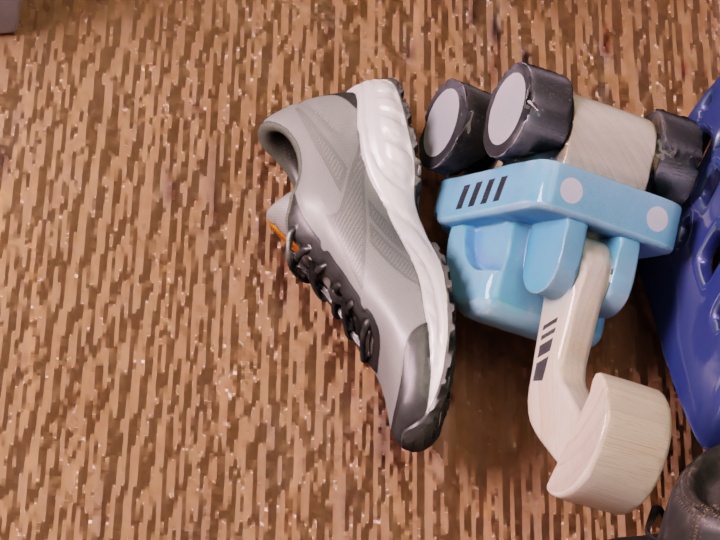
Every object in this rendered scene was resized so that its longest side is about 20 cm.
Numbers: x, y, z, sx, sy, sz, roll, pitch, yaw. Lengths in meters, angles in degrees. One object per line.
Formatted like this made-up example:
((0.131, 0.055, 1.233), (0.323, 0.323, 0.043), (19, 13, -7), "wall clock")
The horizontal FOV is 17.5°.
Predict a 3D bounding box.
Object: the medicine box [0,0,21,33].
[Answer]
((-0.270, -0.217, 1.144), (0.181, 0.103, 0.201), (-8, 65, -20), "medicine box")

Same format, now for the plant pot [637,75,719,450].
((0.255, -0.027, 1.104), (0.199, 0.181, 0.200), (7, 31, -10), "plant pot")

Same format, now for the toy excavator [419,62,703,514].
((0.095, 0.011, 1.092), (0.099, 0.194, 0.201), (16, 80, -24), "toy excavator")

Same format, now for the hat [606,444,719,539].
((0.184, 0.118, 1.014), (0.199, 0.201, 0.082), (2, 103, -15), "hat")

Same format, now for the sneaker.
((0.000, 0.000, 1.126), (0.079, 0.074, 0.201), (-9, 58, -10), "sneaker")
